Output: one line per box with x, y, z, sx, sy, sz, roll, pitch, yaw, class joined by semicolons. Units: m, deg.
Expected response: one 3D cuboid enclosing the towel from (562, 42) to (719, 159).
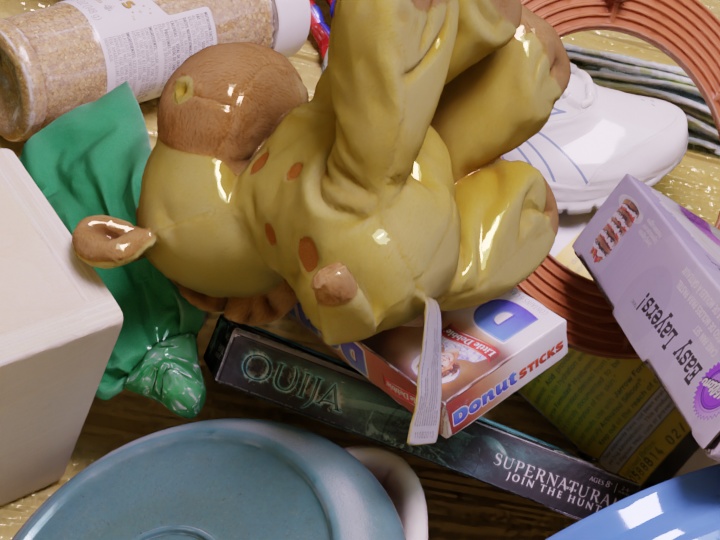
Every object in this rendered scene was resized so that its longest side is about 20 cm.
0.130;-0.112;0.981;0.170;0.048;0.200;11;9;-19;towel

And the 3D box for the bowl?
0.110;0.145;0.706;0.200;0.201;0.039;-10;60;-32;bowl

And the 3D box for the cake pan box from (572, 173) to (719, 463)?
0.198;0.053;0.712;0.184;0.052;0.200;27;18;-19;cake pan box

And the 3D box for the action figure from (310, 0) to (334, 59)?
-0.014;-0.188;1.037;0.065;0.052;0.201;-19;58;-1;action figure

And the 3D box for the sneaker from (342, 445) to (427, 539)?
-0.037;0.149;0.701;0.075;0.105;0.200;38;46;5;sneaker

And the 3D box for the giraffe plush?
-0.023;-0.038;0.693;0.172;0.162;0.201;32;70;-53;giraffe plush

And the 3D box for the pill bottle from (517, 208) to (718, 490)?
0.126;0.030;0.877;0.200;0.111;0.111;43;47;14;pill bottle

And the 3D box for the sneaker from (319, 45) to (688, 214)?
0.073;-0.084;0.832;0.199;0.087;0.075;5;35;-7;sneaker

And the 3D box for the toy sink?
-0.221;0.046;0.683;0.199;0.131;0.112;-21;63;-36;toy sink

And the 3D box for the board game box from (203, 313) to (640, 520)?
0.023;0.071;0.789;0.199;0.135;0.028;22;88;-8;board game box

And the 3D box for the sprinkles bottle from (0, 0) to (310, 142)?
-0.121;-0.130;0.927;0.200;0.068;0.068;-24;65;-38;sprinkles bottle

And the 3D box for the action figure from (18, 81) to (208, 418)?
-0.120;0.001;0.781;0.118;0.055;0.200;-39;46;2;action figure

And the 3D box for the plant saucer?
-0.078;0.136;0.662;0.199;0.027;0.201;-13;45;13;plant saucer

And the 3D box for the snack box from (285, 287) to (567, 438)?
0.000;0.002;0.752;0.072;0.024;0.200;-31;44;-25;snack box

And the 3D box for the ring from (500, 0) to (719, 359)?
0.129;-0.057;0.807;0.199;0.019;0.202;4;80;-22;ring
